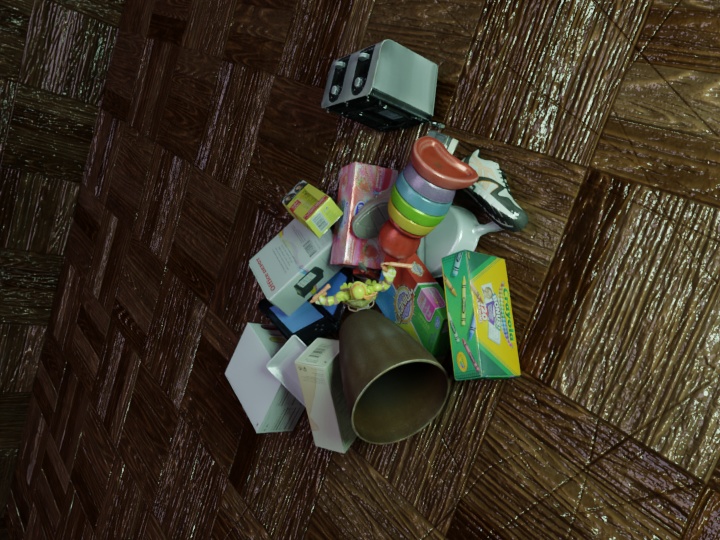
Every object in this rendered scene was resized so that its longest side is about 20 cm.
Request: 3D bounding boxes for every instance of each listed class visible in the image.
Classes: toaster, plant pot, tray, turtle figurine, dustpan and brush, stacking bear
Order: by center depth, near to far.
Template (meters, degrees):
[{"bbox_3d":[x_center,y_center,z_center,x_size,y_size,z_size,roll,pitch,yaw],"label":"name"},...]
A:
[{"bbox_3d":[0.095,-0.106,1.070,0.121,0.113,0.203,40,126,17],"label":"stacking bear"},{"bbox_3d":[0.036,0.168,1.117,0.190,0.183,0.201,-59,36,21],"label":"plant pot"},{"bbox_3d":[0.189,-0.068,1.130,0.198,0.056,0.144,-22,60,50],"label":"dustpan and brush"},{"bbox_3d":[0.006,0.039,1.148,0.195,0.161,0.066,-22,86,0],"label":"turtle figurine"},{"bbox_3d":[0.048,-0.357,1.235,0.179,0.196,0.123,7,85,54],"label":"toaster"},{"bbox_3d":[-0.100,0.237,1.324,0.200,0.022,0.107,44,110,-3],"label":"tray"}]

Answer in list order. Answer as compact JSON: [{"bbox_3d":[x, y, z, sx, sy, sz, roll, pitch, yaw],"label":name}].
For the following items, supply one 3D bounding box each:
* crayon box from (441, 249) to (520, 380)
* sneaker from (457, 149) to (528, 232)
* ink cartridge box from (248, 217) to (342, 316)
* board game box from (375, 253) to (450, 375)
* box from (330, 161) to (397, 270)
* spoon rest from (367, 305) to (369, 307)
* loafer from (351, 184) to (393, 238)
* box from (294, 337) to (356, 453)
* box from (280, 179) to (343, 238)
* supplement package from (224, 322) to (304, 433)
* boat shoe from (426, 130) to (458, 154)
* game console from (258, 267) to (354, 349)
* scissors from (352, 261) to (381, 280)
[{"bbox_3d":[0.201,0.078,1.036,0.057,0.117,0.207,-18,71,42],"label":"crayon box"},{"bbox_3d":[0.227,-0.144,1.069,0.079,0.074,0.201,-38,49,1],"label":"sneaker"},{"bbox_3d":[-0.135,-0.025,1.381,0.199,0.083,0.147,-41,48,4],"label":"ink cartridge box"},{"bbox_3d":[0.101,0.067,1.160,0.202,0.039,0.156,56,147,37],"label":"board game box"},{"bbox_3d":[0.006,-0.108,1.270,0.094,0.099,0.207,180,98,-70],"label":"box"},{"bbox_3d":[0.002,0.158,1.283,0.096,0.060,0.208,0,90,23],"label":"spoon rest"},{"bbox_3d":[0.066,-0.132,1.212,0.196,0.073,0.063,-31,35,0],"label":"loafer"},{"bbox_3d":[-0.058,0.248,1.235,0.076,0.095,0.206,4,116,30],"label":"box"},{"bbox_3d":[-0.107,-0.133,1.311,0.075,0.050,0.200,-44,29,-3],"label":"box"},{"bbox_3d":[-0.212,0.249,1.460,0.200,0.109,0.159,47,117,40],"label":"supplement package"},{"bbox_3d":[0.110,-0.161,1.144,0.061,0.073,0.204,28,114,3],"label":"boat shoe"},{"bbox_3d":[-0.127,0.051,1.396,0.199,0.169,0.122,37,143,44],"label":"game console"},{"bbox_3d":[0.000,0.000,1.217,0.071,0.199,0.014,11,84,20],"label":"scissors"}]
